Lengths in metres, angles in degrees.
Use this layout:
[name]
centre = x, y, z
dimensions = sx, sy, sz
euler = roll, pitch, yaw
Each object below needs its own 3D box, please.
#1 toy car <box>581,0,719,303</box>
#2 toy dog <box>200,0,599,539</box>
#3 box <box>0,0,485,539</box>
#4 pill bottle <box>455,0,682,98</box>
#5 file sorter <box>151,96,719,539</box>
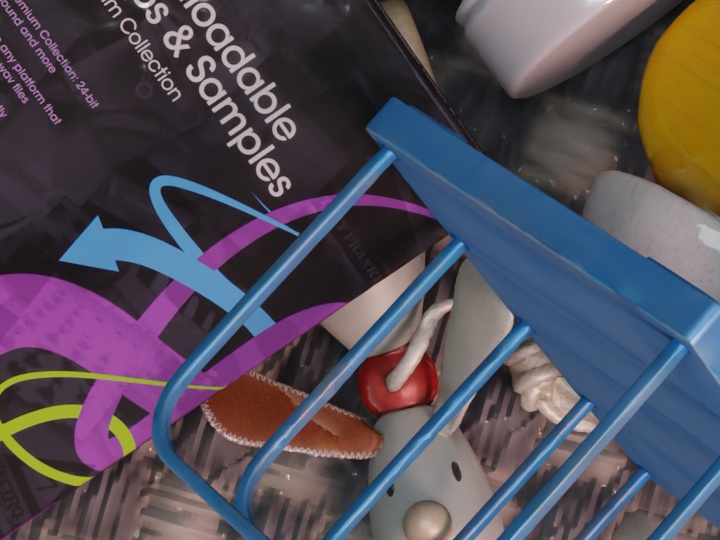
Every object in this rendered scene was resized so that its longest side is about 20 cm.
[toy car]
centre = 0.179, -0.020, 0.799
dimensions = 0.175, 0.150, 0.200
euler = -55, 40, -4
[toy dog]
centre = 0.000, 0.000, 0.856
dimensions = 0.132, 0.096, 0.200
euler = -40, 82, 4
[box]
centre = -0.077, -0.026, 0.799
dimensions = 0.200, 0.036, 0.143
euler = -35, 102, 5
[pill bottle]
centre = 0.028, -0.161, 0.850
dimensions = 0.120, 0.120, 0.200
euler = -35, 82, 4
[file sorter]
centre = 0.055, 0.076, 0.761
dimensions = 0.123, 0.200, 0.139
euler = -47, 45, -7
